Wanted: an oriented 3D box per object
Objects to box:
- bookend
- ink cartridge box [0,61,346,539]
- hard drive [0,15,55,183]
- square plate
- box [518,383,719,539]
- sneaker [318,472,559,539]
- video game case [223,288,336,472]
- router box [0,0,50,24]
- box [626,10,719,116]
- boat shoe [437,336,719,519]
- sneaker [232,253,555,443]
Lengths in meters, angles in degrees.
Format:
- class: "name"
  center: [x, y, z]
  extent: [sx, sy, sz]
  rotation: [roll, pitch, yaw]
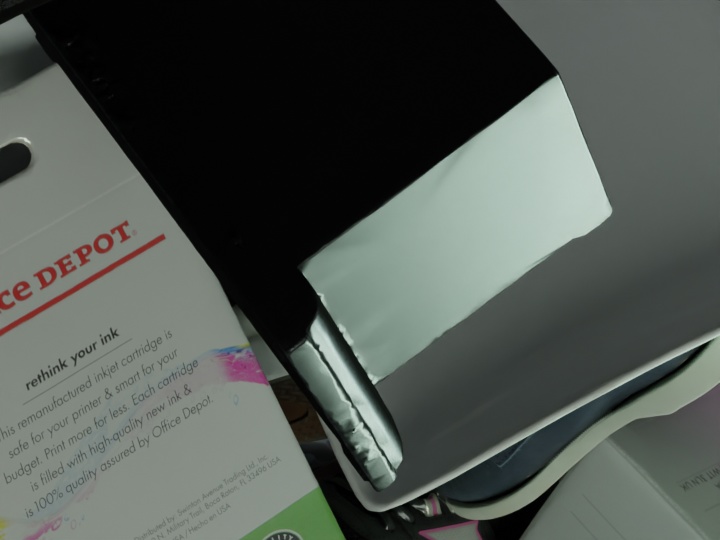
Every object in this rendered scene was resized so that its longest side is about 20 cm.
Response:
- class: "bookend"
  center: [0.018, -0.085, 0.716]
  extent: [0.200, 0.199, 0.092]
  rotation: [-37, 148, -4]
- class: "ink cartridge box"
  center: [-0.097, 0.043, 0.826]
  extent: [0.117, 0.067, 0.201]
  rotation: [-31, 103, -24]
- class: "hard drive"
  center: [-0.143, -0.091, 0.782]
  extent: [0.131, 0.027, 0.201]
  rotation: [3, 131, -31]
- class: "square plate"
  center: [0.052, -0.047, 0.809]
  extent: [0.199, 0.199, 0.028]
  rotation: [-26, 155, -1]
- class: "box"
  center: [0.180, 0.151, 1.030]
  extent: [0.199, 0.200, 0.131]
  rotation: [-16, 145, -51]
- class: "sneaker"
  center: [0.015, 0.095, 1.020]
  extent: [0.087, 0.080, 0.200]
  rotation: [-57, 156, 10]
- class: "video game case"
  center: [-0.008, -0.009, 0.942]
  extent: [0.182, 0.023, 0.200]
  rotation: [-31, 139, 4]
- class: "router box"
  center: [-0.109, -0.139, 0.659]
  extent: [0.199, 0.150, 0.051]
  rotation: [-26, 174, -3]
- class: "box"
  center: [0.186, -0.082, 0.915]
  extent: [0.199, 0.097, 0.176]
  rotation: [-29, 139, 3]
- class: "boat shoe"
  center: [0.070, 0.032, 0.910]
  extent: [0.062, 0.075, 0.200]
  rotation: [35, 150, -10]
- class: "sneaker"
  center: [0.000, 0.000, 0.897]
  extent: [0.073, 0.085, 0.200]
  rotation: [15, 145, -43]
